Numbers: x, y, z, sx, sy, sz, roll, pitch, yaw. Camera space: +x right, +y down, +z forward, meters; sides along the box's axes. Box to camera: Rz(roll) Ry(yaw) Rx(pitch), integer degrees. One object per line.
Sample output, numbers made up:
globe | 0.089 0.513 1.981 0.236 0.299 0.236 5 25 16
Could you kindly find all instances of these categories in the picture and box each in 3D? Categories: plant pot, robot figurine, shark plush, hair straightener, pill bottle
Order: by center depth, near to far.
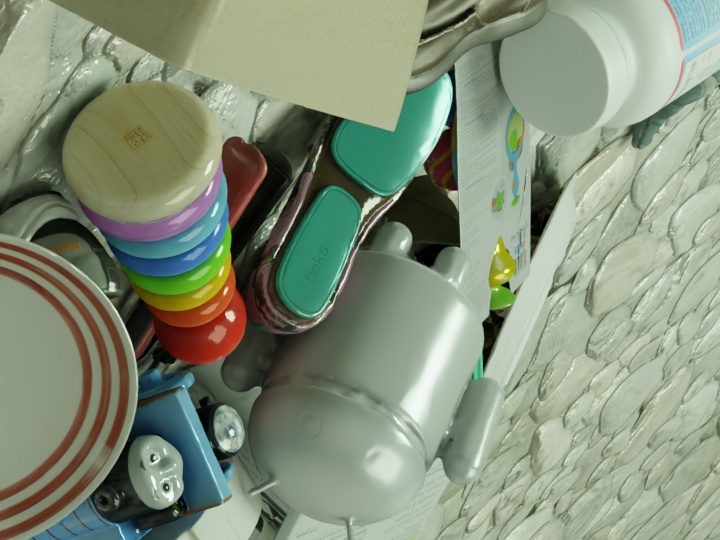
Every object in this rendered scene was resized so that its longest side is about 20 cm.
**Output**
plant pot | -0.068 -0.193 1.114 0.199 0.199 0.178 10 106 -63
hair straightener | -0.096 0.012 1.523 0.077 0.041 0.201 3 118 -61
robot figurine | 0.004 0.070 1.535 0.113 0.168 0.201 95 19 -58
pill bottle | 0.176 -0.158 1.640 0.200 0.108 0.109 -32 152 -46
shark plush | 0.223 -0.160 1.845 0.083 0.091 0.200 -17 166 -19

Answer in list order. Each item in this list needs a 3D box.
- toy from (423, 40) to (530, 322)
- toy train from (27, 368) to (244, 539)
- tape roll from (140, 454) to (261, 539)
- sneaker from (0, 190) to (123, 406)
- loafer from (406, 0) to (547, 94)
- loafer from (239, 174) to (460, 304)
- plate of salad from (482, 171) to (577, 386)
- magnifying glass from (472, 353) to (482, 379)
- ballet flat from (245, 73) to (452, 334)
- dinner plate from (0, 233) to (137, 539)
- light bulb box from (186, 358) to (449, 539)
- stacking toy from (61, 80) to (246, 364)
toy | 0.070 -0.072 1.627 0.115 0.047 0.202 -40 129 -57
toy train | -0.159 0.122 1.434 0.199 0.087 0.114 -18 -169 30
tape roll | -0.151 0.171 1.517 0.202 0.037 0.203 -29 -164 9
sneaker | -0.203 0.055 1.363 0.201 0.079 0.074 -53 158 11
loafer | 0.040 -0.163 1.485 0.200 0.073 0.071 -32 143 -46
loafer | 0.000 0.000 1.642 0.199 0.067 0.076 -32 151 -35
plate of salad | 0.108 0.017 1.852 0.200 0.048 0.201 24 90 -84
magnifying glass | 0.069 0.026 1.728 0.080 0.022 0.201 62 25 -28
ballet flat | -0.016 -0.047 1.527 0.071 0.069 0.201 -11 -135 56
dinner plate | -0.214 0.062 1.313 0.198 0.024 0.202 -8 123 -12
light bulb box | -0.050 0.156 1.715 0.198 0.125 0.201 -17 142 -51
stacking toy | -0.104 -0.015 1.407 0.085 0.085 0.201 -41 152 -17
